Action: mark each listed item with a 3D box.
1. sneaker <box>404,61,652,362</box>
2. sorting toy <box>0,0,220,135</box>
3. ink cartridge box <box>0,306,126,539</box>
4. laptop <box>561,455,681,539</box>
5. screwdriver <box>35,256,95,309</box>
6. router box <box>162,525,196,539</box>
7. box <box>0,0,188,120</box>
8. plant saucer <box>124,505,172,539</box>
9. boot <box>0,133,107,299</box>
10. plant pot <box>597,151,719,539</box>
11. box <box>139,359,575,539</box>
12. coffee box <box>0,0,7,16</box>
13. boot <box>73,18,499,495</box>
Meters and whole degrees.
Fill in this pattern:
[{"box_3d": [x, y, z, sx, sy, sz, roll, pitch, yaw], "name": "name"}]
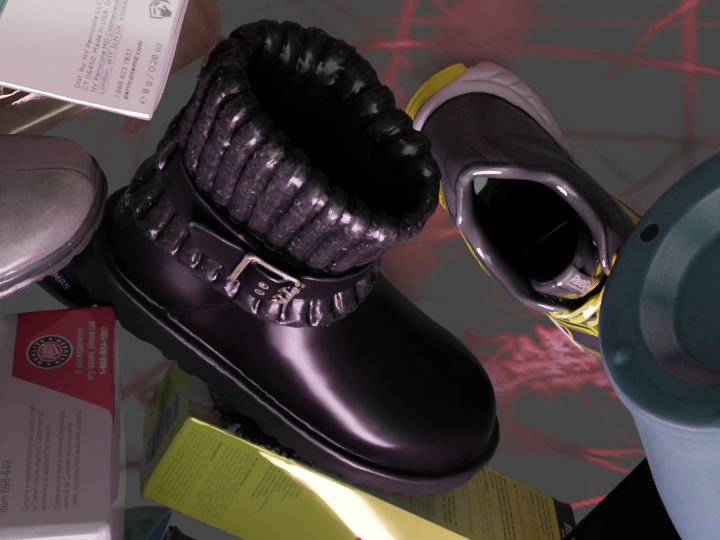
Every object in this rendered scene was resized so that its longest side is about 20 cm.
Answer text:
[{"box_3d": [0.093, 0.002, 1.040, 0.200, 0.085, 0.074, 38, 112, -21], "name": "sneaker"}, {"box_3d": [-0.180, -0.128, 0.986, 0.199, 0.037, 0.186, -26, 117, 6], "name": "sorting toy"}, {"box_3d": [-0.194, 0.092, 0.980, 0.199, 0.146, 0.085, -2, 124, -2], "name": "ink cartridge box"}, {"box_3d": [0.157, 0.183, 1.127, 0.187, 0.116, 0.200, -41, 91, -23], "name": "laptop"}, {"box_3d": [-0.158, -0.042, 0.997, 0.029, 0.028, 0.200, -1, 148, 26], "name": "screwdriver"}, {"box_3d": [-0.064, 0.235, 1.173, 0.149, 0.062, 0.200, 23, 115, -13], "name": "router box"}, {"box_3d": [-0.165, -0.121, 0.925, 0.199, 0.082, 0.069, 12, 115, -15], "name": "box"}, {"box_3d": [-0.145, 0.181, 1.070, 0.027, 0.200, 0.201, 32, 114, 2], "name": "plant saucer"}, {"box_3d": [-0.199, -0.048, 0.901, 0.199, 0.068, 0.131, -2, 143, 5], "name": "boot"}, {"box_3d": [0.192, 0.050, 0.966, 0.200, 0.200, 0.188, -35, 130, 15], "name": "plant pot"}, {"box_3d": [0.002, 0.101, 1.097, 0.199, 0.075, 0.050, 25, 115, -17], "name": "box"}, {"box_3d": [-0.143, -0.186, 0.845, 0.123, 0.044, 0.201, 23, 97, -18], "name": "coffee box"}, {"box_3d": [-0.001, 0.002, 1.004, 0.211, 0.080, 0.158, 30, 139, -17], "name": "boot"}]
